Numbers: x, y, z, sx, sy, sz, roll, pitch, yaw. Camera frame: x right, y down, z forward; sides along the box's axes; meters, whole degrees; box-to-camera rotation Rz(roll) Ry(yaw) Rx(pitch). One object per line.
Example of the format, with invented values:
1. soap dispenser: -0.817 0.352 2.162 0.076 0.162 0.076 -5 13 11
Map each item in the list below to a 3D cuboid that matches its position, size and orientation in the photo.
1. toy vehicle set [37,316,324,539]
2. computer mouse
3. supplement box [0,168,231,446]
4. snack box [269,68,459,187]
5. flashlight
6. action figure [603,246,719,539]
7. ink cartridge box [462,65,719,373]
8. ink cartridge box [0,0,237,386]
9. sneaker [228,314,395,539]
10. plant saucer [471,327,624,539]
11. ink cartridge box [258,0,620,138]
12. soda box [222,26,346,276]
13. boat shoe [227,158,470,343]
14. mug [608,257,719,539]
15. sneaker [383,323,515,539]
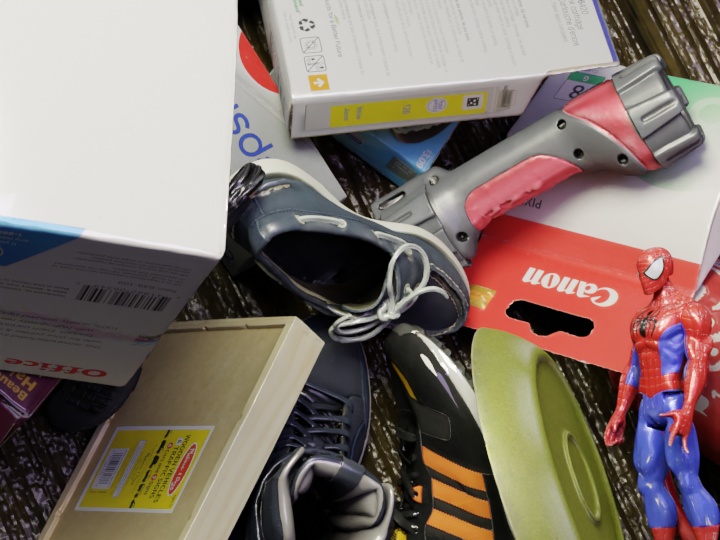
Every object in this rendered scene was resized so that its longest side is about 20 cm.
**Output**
1. toy vehicle set: -0.110 0.115 1.310 0.027 0.124 0.201 45 58 -34
2. computer mouse: -0.110 0.020 1.320 0.034 0.200 0.059 39 24 -2
3. supplement box: -0.188 -0.014 1.337 0.131 0.103 0.200 41 62 -3
4. snack box: 0.038 -0.161 1.514 0.116 0.037 0.200 36 62 -5
5. flashlight: 0.108 -0.055 1.432 0.068 0.199 0.068 50 16 -33
6. action figure: 0.173 0.087 1.345 0.051 0.065 0.201 5 80 -34
7. ink cartridge box: 0.149 -0.039 1.456 0.160 0.050 0.200 15 54 34
8. ink cartridge box: -0.159 -0.047 1.189 0.146 0.200 0.147 9 67 -17
9. sneaker: -0.020 0.101 1.339 0.077 0.146 0.203 20 64 -12
10. plant saucer: 0.115 0.123 1.365 0.031 0.200 0.201 -21 77 14
11. ink cartridge box: 0.036 -0.175 1.448 0.199 0.047 0.198 -4 52 -12
12. soda box: -0.095 -0.103 1.427 0.068 0.063 0.201 -29 84 -28
13. boat shoe: 0.000 0.000 1.375 0.200 0.075 0.062 35 21 -44
14. mug: 0.239 0.079 1.402 0.177 0.134 0.200 -21 36 -35
15. sneaker: 0.046 0.132 1.375 0.090 0.070 0.201 -28 100 -9
